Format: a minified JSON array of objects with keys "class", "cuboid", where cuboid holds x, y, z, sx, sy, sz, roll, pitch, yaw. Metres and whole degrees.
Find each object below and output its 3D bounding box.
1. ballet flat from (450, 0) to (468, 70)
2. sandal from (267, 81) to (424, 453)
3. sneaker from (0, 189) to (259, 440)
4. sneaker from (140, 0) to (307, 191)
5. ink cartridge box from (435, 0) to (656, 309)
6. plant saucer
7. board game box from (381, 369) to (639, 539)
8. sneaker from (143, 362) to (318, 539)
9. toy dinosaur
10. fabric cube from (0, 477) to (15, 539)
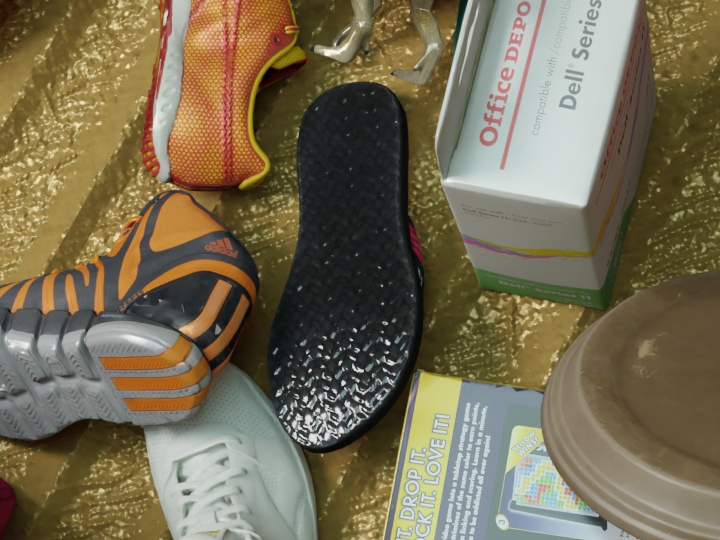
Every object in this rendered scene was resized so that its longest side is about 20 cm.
[{"class":"ballet flat","cuboid":[0.086,-0.175,1.152,0.069,0.069,0.200,4,73,11]},{"class":"sandal","cuboid":[0.000,0.000,1.120,0.075,0.045,0.200,-7,56,17]},{"class":"sneaker","cuboid":[-0.132,0.019,1.127,0.200,0.078,0.112,2,42,31]},{"class":"sneaker","cuboid":[-0.064,-0.133,1.169,0.077,0.073,0.200,8,78,-11]},{"class":"ink cartridge box","cuboid":[0.087,-0.067,1.041,0.067,0.200,0.117,11,76,13]},{"class":"plant saucer","cuboid":[0.179,0.056,1.018,0.200,0.030,0.200,-2,34,1]},{"class":"board game box","cuboid":[0.089,0.157,1.050,0.165,0.057,0.200,8,75,14]},{"class":"sneaker","cuboid":[-0.060,0.115,1.058,0.074,0.116,0.200,-24,69,4]},{"class":"toy dinosaur","cuboid":[0.019,-0.144,1.111,0.200,0.058,0.101,25,100,51]},{"class":"fabric cube","cuboid":[-0.282,0.131,1.017,0.200,0.199,0.196,31,82,-3]}]
